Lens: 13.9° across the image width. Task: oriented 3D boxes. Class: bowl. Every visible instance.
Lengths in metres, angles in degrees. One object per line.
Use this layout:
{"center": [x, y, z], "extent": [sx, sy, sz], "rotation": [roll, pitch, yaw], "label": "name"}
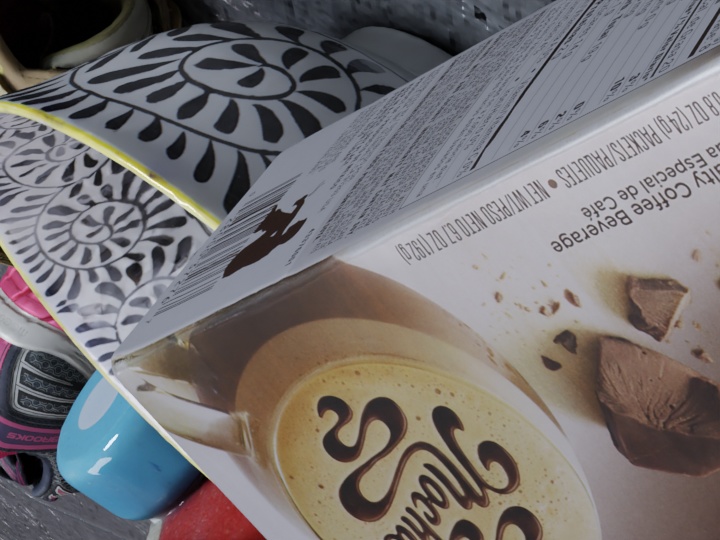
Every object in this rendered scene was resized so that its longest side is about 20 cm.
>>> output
{"center": [0.000, 0.000, 0.766], "extent": [0.201, 0.094, 0.201], "rotation": [39, 162, 15], "label": "bowl"}

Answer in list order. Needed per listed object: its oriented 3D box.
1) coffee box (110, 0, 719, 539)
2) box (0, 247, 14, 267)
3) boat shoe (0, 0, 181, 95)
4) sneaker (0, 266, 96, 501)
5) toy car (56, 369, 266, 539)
{"center": [0.060, 0.007, 0.573], "extent": [0.113, 0.080, 0.200], "rotation": [49, 140, -14], "label": "coffee box"}
{"center": [-0.215, -0.037, 1.045], "extent": [0.163, 0.021, 0.200], "rotation": [16, 179, -32], "label": "box"}
{"center": [-0.088, -0.062, 0.851], "extent": [0.066, 0.074, 0.200], "rotation": [-17, 132, 37], "label": "boat shoe"}
{"center": [-0.107, 0.060, 1.143], "extent": [0.081, 0.075, 0.200], "rotation": [31, 170, 29], "label": "sneaker"}
{"center": [0.018, 0.096, 0.924], "extent": [0.184, 0.177, 0.200], "rotation": [35, 136, -21], "label": "toy car"}
